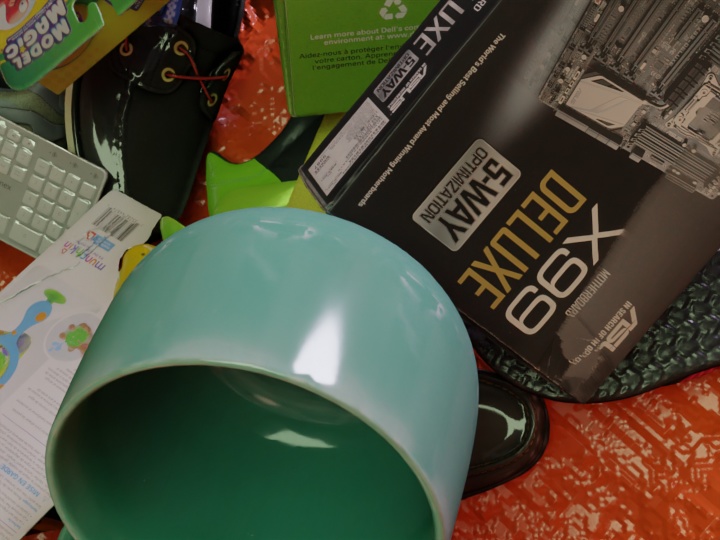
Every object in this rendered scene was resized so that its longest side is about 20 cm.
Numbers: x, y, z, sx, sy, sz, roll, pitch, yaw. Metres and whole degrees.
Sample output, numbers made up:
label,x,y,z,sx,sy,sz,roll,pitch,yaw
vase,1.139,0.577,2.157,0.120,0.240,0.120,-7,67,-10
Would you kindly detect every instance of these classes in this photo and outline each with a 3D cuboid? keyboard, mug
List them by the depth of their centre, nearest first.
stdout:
label,x,y,z,sx,sy,sz,roll,pitch,yaw
mug,-0.045,0.052,0.694,0.184,0.152,0.115,-2,39,19
keyboard,-0.218,-0.067,0.881,0.199,0.011,0.056,27,101,11

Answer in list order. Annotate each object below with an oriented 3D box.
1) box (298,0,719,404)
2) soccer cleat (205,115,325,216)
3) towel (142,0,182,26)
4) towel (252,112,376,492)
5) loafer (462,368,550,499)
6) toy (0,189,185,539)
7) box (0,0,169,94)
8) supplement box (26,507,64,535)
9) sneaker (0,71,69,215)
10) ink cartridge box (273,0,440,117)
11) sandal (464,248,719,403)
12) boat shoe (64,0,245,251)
label,x,y,z,sx,sy,sz,roll,pitch,yaw
box,0.096,-0.065,0.739,0.200,0.158,0.050,-49,28,7
soccer cleat,0.013,-0.067,0.871,0.199,0.068,0.081,-24,60,7
towel,-0.136,-0.186,0.910,0.199,0.024,0.145,6,72,44
towel,0.000,0.000,0.798,0.086,0.018,0.201,16,72,17
loafer,-0.013,0.073,0.837,0.199,0.072,0.073,-3,75,12
toy,-0.138,0.060,0.799,0.115,0.047,0.200,28,69,37
box,-0.127,-0.174,0.845,0.117,0.048,0.201,-35,45,22
supplement box,-0.257,0.087,0.885,0.199,0.086,0.111,-11,74,10
sneaker,-0.230,-0.093,0.923,0.199,0.074,0.081,18,102,10
ink cartridge box,0.056,-0.155,0.826,0.199,0.076,0.148,-7,47,-2
sandal,0.145,0.021,0.832,0.199,0.045,0.076,-6,80,-3
boat shoe,-0.097,-0.110,0.895,0.063,0.074,0.202,-6,70,42
